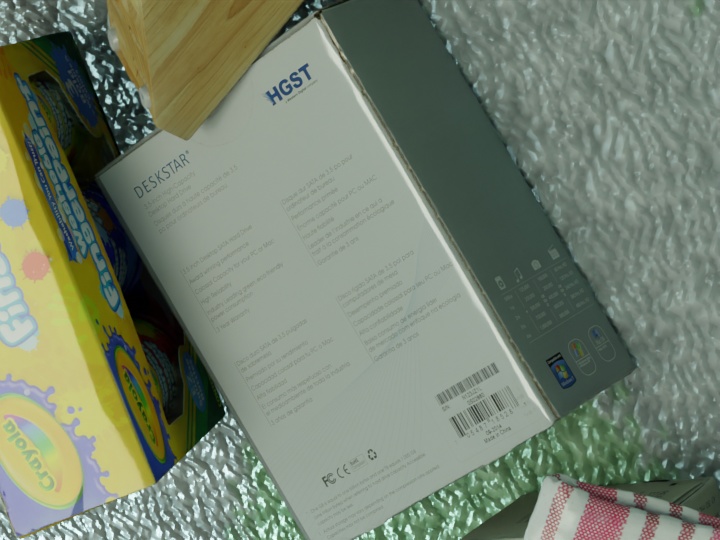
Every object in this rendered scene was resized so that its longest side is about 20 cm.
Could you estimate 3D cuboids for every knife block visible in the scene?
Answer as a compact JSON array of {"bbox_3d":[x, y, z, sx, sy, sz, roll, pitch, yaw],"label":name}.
[{"bbox_3d":[-0.023,-0.168,1.253,0.064,0.175,0.201,-120,20,-46],"label":"knife block"}]

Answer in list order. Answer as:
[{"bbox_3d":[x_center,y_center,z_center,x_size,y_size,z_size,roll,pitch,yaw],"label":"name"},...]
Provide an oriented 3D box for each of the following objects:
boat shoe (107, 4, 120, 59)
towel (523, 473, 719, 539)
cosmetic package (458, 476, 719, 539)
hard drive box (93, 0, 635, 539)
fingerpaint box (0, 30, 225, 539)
[{"bbox_3d":[-0.080,-0.182,1.314,0.068,0.071,0.201,43,134,33],"label":"boat shoe"},{"bbox_3d":[0.149,0.176,1.234,0.199,0.030,0.147,15,99,-2],"label":"towel"},{"bbox_3d":[0.120,0.197,1.308,0.103,0.073,0.201,-9,100,36],"label":"cosmetic package"},{"bbox_3d":[0.000,0.000,1.317,0.156,0.077,0.201,-32,88,37],"label":"hard drive box"},{"bbox_3d":[-0.141,0.000,1.352,0.073,0.167,0.201,-21,94,11],"label":"fingerpaint box"}]
